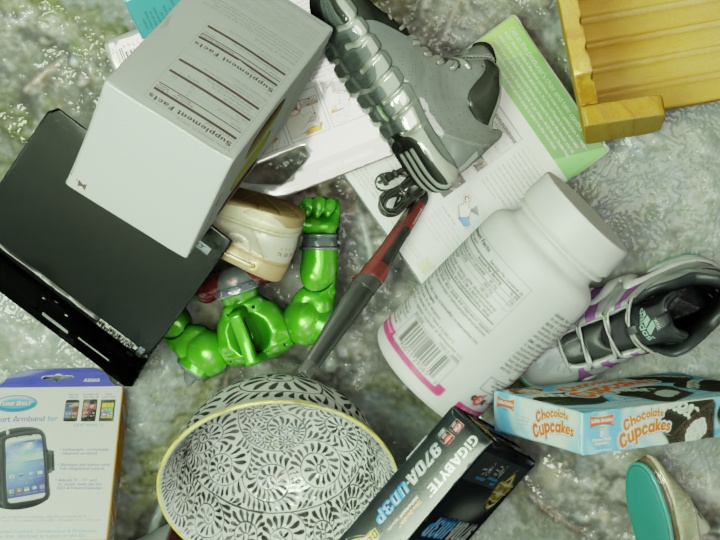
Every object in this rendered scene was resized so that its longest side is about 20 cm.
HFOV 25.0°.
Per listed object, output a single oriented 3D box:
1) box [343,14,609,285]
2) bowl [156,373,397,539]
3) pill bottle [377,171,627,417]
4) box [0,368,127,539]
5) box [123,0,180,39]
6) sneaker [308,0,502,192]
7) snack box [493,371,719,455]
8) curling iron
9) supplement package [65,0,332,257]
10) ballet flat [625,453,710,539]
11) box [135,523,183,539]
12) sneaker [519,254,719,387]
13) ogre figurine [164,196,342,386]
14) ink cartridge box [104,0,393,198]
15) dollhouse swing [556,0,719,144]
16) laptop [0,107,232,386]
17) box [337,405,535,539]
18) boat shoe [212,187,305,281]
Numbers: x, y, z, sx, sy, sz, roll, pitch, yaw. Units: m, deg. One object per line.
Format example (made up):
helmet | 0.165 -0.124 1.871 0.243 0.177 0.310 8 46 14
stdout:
box | 0.092 -0.102 1.391 0.199 0.036 0.145 -35 95 2
bowl | -0.067 0.150 1.359 0.199 0.095 0.202 -1 130 -1
pill bottle | 0.118 0.022 1.346 0.113 0.113 0.200 44 103 -4
box | -0.259 0.167 1.349 0.118 0.201 0.042 0 134 -1
box | -0.105 -0.269 1.345 0.198 0.049 0.083 -22 53 0
sneaker | 0.048 -0.174 1.331 0.115 0.075 0.201 -36 103 -18
snack box | 0.222 0.115 1.330 0.199 0.116 0.037 -3 96 -32
curling iron | 0.000 0.000 1.341 0.049 0.026 0.201 31 77 -14
supplement package | -0.120 -0.127 1.241 0.109 0.200 0.114 31 133 0
ballet flat | 0.280 0.249 1.419 0.062 0.067 0.202 -17 99 -28
box | -0.163 0.336 1.358 0.106 0.152 0.201 -26 95 1
sneaker | 0.223 0.045 1.352 0.199 0.140 0.078 -28 95 0
ogre figurine | -0.101 0.021 1.364 0.198 0.098 0.121 -16 86 -8
ink cartridge box | -0.093 -0.145 1.373 0.198 0.045 0.178 -21 92 1
dollhouse swing | 0.247 -0.222 1.318 0.174 0.182 0.202 -11 87 8
laptop | -0.219 -0.012 1.328 0.177 0.200 0.104 37 70 -2
box | 0.061 0.194 1.332 0.046 0.200 0.159 41 92 19
boat shoe | -0.143 -0.041 1.311 0.199 0.074 0.070 18 105 20
